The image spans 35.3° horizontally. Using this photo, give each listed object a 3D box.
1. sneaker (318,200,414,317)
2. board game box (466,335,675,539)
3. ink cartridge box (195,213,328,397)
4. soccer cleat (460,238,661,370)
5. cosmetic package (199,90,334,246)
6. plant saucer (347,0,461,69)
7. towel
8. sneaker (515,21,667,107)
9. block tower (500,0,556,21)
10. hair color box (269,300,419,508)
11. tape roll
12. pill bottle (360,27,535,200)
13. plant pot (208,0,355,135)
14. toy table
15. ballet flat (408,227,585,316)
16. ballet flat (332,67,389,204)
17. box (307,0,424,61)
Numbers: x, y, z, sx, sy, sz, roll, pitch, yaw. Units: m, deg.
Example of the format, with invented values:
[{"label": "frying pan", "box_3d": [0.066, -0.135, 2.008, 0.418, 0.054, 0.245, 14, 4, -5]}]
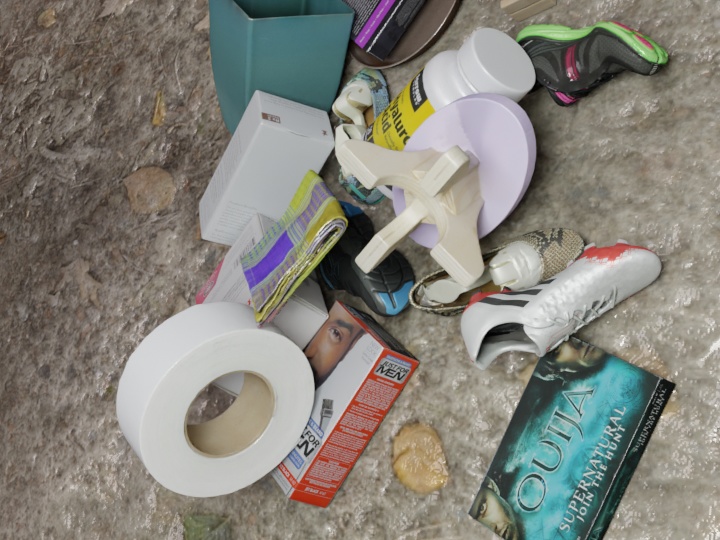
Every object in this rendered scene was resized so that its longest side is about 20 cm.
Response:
[{"label": "sneaker", "box_3d": [0.000, 0.000, 1.309, 0.082, 0.073, 0.200, -66, 33, 26]}, {"label": "board game box", "box_3d": [0.191, 0.168, 1.050, 0.135, 0.028, 0.200, 26, 91, 49]}, {"label": "ink cartridge box", "box_3d": [-0.123, 0.044, 1.351, 0.147, 0.083, 0.200, -52, 24, 16]}, {"label": "soccer cleat", "box_3d": [0.187, 0.036, 1.059, 0.200, 0.069, 0.085, -19, 40, 21]}, {"label": "cosmetic package", "box_3d": [-0.120, -0.118, 1.409, 0.200, 0.102, 0.074, -56, 32, 35]}, {"label": "plant saucer", "box_3d": [0.061, -0.339, 1.417, 0.200, 0.032, 0.200, -23, 56, 39]}, {"label": "towel", "box_3d": [-0.075, -0.029, 1.204, 0.144, 0.023, 0.200, -51, 20, 10]}, {"label": "sneaker", "box_3d": [0.232, -0.206, 1.154, 0.200, 0.077, 0.084, 15, 90, 58]}, {"label": "block tower", "box_3d": [0.188, -0.389, 1.291, 0.058, 0.054, 0.200, -17, 61, 40]}, {"label": "hair color box", "box_3d": [-0.033, 0.149, 1.267, 0.200, 0.064, 0.111, -58, 41, 8]}, {"label": "tape roll", "box_3d": [-0.150, 0.136, 1.194, 0.071, 0.202, 0.203, 37, 100, 49]}, {"label": "pill bottle", "box_3d": [0.094, -0.165, 1.211, 0.200, 0.111, 0.111, -43, 45, 43]}, {"label": "plant pot", "box_3d": [-0.111, -0.256, 1.445, 0.141, 0.141, 0.200, 50, 140, 46]}, {"label": "toy table", "box_3d": [0.074, -0.078, 1.119, 0.184, 0.117, 0.200, 38, 134, 15]}, {"label": "ballet flat", "box_3d": [0.131, 0.009, 1.149, 0.200, 0.075, 0.068, -19, 84, 39]}, {"label": "ballet flat", "box_3d": [-0.002, -0.177, 1.381, 0.074, 0.074, 0.200, -29, 53, 34]}, {"label": "box", "box_3d": [0.013, -0.368, 1.432, 0.143, 0.036, 0.200, -54, 44, 14]}]
